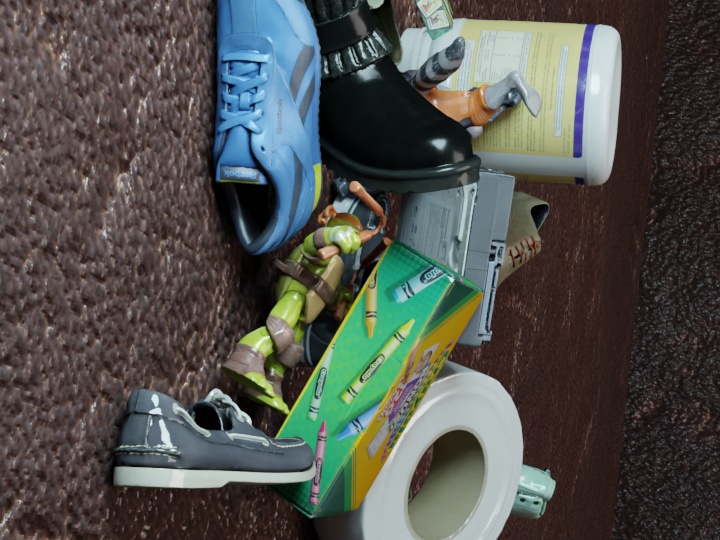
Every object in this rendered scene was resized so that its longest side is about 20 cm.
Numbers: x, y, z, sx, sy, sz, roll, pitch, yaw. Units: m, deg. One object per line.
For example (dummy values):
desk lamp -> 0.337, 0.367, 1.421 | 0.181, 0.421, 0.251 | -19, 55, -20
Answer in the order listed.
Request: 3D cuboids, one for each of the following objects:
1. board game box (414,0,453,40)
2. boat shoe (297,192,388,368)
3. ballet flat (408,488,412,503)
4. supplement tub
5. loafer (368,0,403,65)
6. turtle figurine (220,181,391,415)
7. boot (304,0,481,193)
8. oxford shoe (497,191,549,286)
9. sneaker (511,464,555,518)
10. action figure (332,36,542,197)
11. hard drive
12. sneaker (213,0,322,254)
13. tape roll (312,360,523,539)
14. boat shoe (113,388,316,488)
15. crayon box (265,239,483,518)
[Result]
board game box -> 0.025, -0.281, 1.133 | 0.105, 0.023, 0.202 | -73, 140, -71
boat shoe -> 0.000, 0.000, 1.207 | 0.201, 0.067, 0.072 | -67, 154, -44
ballet flat -> 0.028, 0.115, 1.329 | 0.067, 0.061, 0.203 | -25, 117, -71
supplement tub -> 0.137, -0.157, 1.359 | 0.145, 0.197, 0.148 | 5, 90, -77
loafer -> -0.004, -0.239, 1.137 | 0.076, 0.067, 0.202 | -65, 153, -46
turtle figurine -> -0.040, 0.014, 1.049 | 0.162, 0.064, 0.200 | -60, 174, -15
boot -> 0.003, -0.150, 1.016 | 0.079, 0.210, 0.160 | -19, 122, -35
oxford shoe -> 0.171, -0.031, 1.704 | 0.201, 0.074, 0.071 | -65, 154, -46
sneaker -> 0.164, 0.216, 1.675 | 0.201, 0.117, 0.074 | 69, 33, -50
action figure -> 0.063, -0.144, 1.207 | 0.199, 0.193, 0.106 | -33, 108, -24
hard drive -> 0.072, -0.022, 1.240 | 0.200, 0.037, 0.142 | -146, -117, -72
sneaker -> -0.068, -0.107, 0.983 | 0.079, 0.065, 0.203 | -49, 140, -55
tape roll -> 0.051, 0.177, 1.270 | 0.201, 0.070, 0.205 | -16, 114, -41
boat shoe -> -0.087, 0.108, 0.952 | 0.199, 0.072, 0.064 | 11, 76, -61
crayon box -> 0.010, 0.082, 1.094 | 0.202, 0.058, 0.119 | -60, 164, 3
